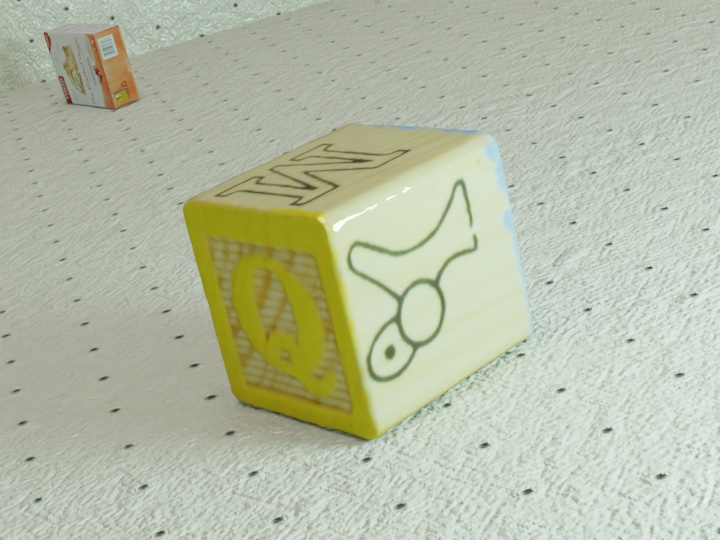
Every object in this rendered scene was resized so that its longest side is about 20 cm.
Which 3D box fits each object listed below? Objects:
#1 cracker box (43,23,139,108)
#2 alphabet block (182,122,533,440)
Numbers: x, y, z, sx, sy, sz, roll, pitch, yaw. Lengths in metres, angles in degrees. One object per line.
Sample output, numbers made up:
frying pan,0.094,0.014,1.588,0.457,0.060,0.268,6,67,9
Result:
cracker box,-0.476,-0.362,2.563,0.057,0.135,0.199,-27,23,-31
alphabet block,0.000,0.000,1.226,0.199,0.197,0.196,-28,23,-36
